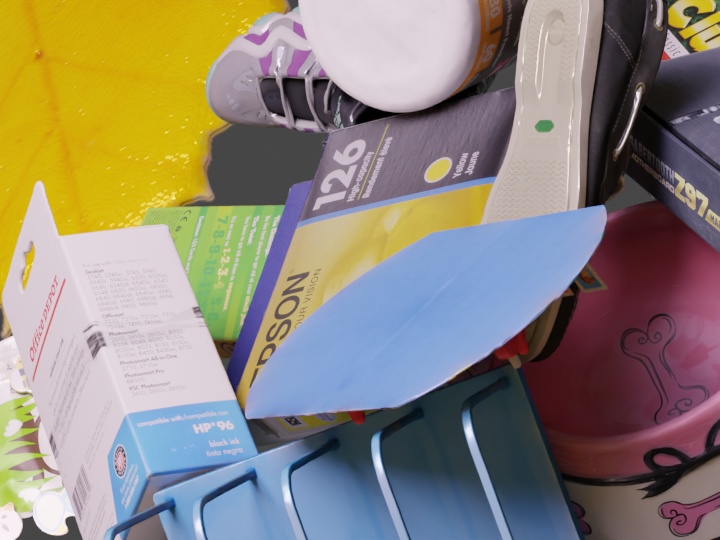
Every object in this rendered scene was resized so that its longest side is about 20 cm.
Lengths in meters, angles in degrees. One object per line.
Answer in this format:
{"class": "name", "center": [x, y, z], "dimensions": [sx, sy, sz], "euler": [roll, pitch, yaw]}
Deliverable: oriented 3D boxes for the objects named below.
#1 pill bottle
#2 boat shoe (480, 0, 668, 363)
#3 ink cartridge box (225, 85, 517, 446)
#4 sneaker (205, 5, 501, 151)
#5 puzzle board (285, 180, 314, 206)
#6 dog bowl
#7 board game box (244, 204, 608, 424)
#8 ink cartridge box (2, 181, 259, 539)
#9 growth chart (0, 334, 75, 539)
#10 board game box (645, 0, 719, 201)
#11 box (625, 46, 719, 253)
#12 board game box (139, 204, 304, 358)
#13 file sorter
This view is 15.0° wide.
{"class": "pill bottle", "center": [0.063, -0.170, 1.551], "dimensions": [0.116, 0.117, 0.200], "euler": [3, 22, 36]}
{"class": "boat shoe", "center": [0.109, -0.048, 1.369], "dimensions": [0.072, 0.068, 0.200], "euler": [17, 96, 52]}
{"class": "ink cartridge box", "center": [0.000, 0.000, 1.479], "dimensions": [0.200, 0.047, 0.198], "euler": [-11, 47, 37]}
{"class": "sneaker", "center": [-0.015, -0.102, 1.635], "dimensions": [0.200, 0.078, 0.140], "euler": [-14, 29, 23]}
{"class": "puzzle board", "center": [0.035, -0.013, 1.579], "dimensions": [0.200, 0.017, 0.151], "euler": [-12, 44, 25]}
{"class": "dog bowl", "center": [0.153, 0.046, 1.396], "dimensions": [0.200, 0.074, 0.200], "euler": [-19, 42, 18]}
{"class": "board game box", "center": [0.038, 0.035, 1.317], "dimensions": [0.158, 0.039, 0.200], "euler": [-44, 20, -32]}
{"class": "ink cartridge box", "center": [-0.128, 0.057, 1.485], "dimensions": [0.068, 0.116, 0.200], "euler": [-7, 55, -26]}
{"class": "growth chart", "center": [-0.182, 0.084, 1.561], "dimensions": [0.200, 0.018, 0.145], "euler": [-28, 59, -10]}
{"class": "board game box", "center": [0.176, -0.115, 1.579], "dimensions": [0.105, 0.023, 0.200], "euler": [-27, 39, -4]}
{"class": "box", "center": [0.246, -0.071, 1.407], "dimensions": [0.200, 0.051, 0.158], "euler": [-14, 32, -20]}
{"class": "board game box", "center": [-0.068, 0.006, 1.598], "dimensions": [0.200, 0.030, 0.096], "euler": [-2, 55, 43]}
{"class": "file sorter", "center": [-0.002, 0.147, 1.310], "dimensions": [0.200, 0.139, 0.123], "euler": [-21, 0, 14]}
